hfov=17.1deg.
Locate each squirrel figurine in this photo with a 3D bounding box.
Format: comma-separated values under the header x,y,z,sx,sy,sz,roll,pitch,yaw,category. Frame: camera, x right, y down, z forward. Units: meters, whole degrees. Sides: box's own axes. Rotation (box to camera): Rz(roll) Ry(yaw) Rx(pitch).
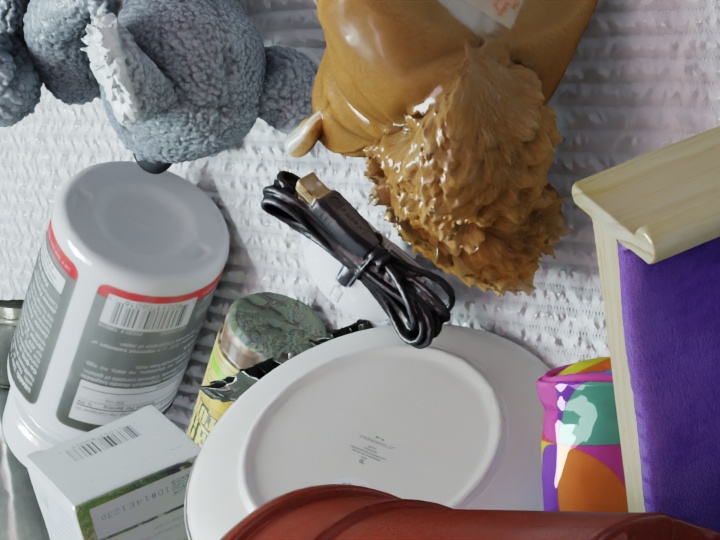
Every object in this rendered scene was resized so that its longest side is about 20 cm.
x,y,z,sx,sy,sz,roll,pitch,yaw,category
0.028,-0.082,1.170,0.187,0.141,0.200,134,128,-61,squirrel figurine

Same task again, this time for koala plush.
x,y,z,sx,sy,sz,roll,pitch,yaw,category
-0.117,-0.131,1.387,0.200,0.177,0.184,46,122,54,koala plush

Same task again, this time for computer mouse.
x,y,z,sx,sy,sz,roll,pitch,yaw,category
0.000,0.000,1.219,0.110,0.044,0.200,39,179,5,computer mouse

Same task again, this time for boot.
x,y,z,sx,sy,sz,roll,pitch,yaw,category
-0.250,0.123,1.751,0.182,0.072,0.200,161,109,-74,boot

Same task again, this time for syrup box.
x,y,z,sx,sy,sz,roll,pitch,yaw,category
-0.109,0.185,1.296,0.081,0.079,0.200,31,139,58,syrup box

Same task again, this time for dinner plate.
x,y,z,sx,sy,sz,roll,pitch,yaw,category
0.007,0.091,1.174,0.200,0.200,0.024,48,164,47,dinner plate

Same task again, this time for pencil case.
x,y,z,sx,sy,sz,roll,pitch,yaw,category
0.125,0.138,1.082,0.088,0.088,0.200,3,99,60,pencil case

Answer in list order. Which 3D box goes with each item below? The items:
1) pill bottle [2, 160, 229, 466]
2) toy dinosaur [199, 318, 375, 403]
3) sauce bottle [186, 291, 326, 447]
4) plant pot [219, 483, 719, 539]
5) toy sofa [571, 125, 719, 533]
x,y,z,sx,sy,sz,roll,pitch,yaw,category
-0.163,0.038,1.540,0.114,0.114,0.200,61,143,36,pill bottle
-0.005,0.102,1.324,0.200,0.102,0.136,-22,90,41,toy dinosaur
-0.074,0.106,1.443,0.065,0.065,0.200,56,139,41,sauce bottle
0.055,0.178,0.951,0.195,0.201,0.201,-13,83,50,plant pot
0.151,0.051,0.957,0.098,0.083,0.200,-134,28,-53,toy sofa
